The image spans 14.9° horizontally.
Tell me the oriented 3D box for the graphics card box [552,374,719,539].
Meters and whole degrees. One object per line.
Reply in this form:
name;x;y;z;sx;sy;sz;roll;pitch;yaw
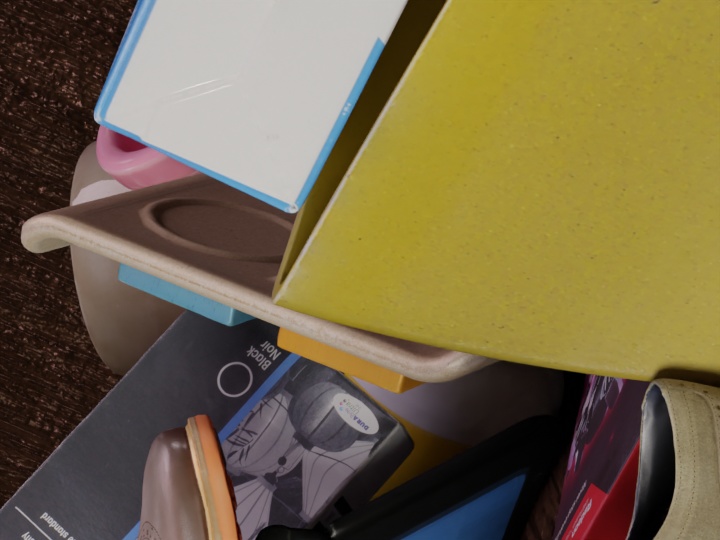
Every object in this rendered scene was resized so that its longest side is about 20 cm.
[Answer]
graphics card box;0.113;0.015;0.907;0.126;0.051;0.200;112;177;-46

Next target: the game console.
game console;0.007;0.171;1.018;0.200;0.116;0.176;103;168;-54

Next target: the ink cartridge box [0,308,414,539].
ink cartridge box;-0.082;0.106;1.040;0.200;0.099;0.039;-49;-21;-7

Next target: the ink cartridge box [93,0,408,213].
ink cartridge box;-0.014;-0.121;0.827;0.200;0.068;0.116;-79;15;-60

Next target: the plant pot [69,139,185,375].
plant pot;-0.042;-0.014;1.345;0.200;0.173;0.201;-8;-90;-77

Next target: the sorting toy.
sorting toy;0.000;0.000;1.045;0.185;0.200;0.037;-18;-60;-58

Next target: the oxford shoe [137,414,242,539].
oxford shoe;-0.078;0.148;0.940;0.071;0.073;0.201;-157;71;-83

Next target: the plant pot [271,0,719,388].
plant pot;0.108;-0.081;0.782;0.200;0.176;0.200;122;168;-47

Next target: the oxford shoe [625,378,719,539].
oxford shoe;0.077;0.125;0.751;0.070;0.075;0.200;130;162;-65

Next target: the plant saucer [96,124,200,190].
plant saucer;-0.033;-0.106;1.220;0.200;0.051;0.201;-41;20;19

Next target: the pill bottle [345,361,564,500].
pill bottle;0.020;0.064;1.198;0.112;0.112;0.200;-79;14;-59
